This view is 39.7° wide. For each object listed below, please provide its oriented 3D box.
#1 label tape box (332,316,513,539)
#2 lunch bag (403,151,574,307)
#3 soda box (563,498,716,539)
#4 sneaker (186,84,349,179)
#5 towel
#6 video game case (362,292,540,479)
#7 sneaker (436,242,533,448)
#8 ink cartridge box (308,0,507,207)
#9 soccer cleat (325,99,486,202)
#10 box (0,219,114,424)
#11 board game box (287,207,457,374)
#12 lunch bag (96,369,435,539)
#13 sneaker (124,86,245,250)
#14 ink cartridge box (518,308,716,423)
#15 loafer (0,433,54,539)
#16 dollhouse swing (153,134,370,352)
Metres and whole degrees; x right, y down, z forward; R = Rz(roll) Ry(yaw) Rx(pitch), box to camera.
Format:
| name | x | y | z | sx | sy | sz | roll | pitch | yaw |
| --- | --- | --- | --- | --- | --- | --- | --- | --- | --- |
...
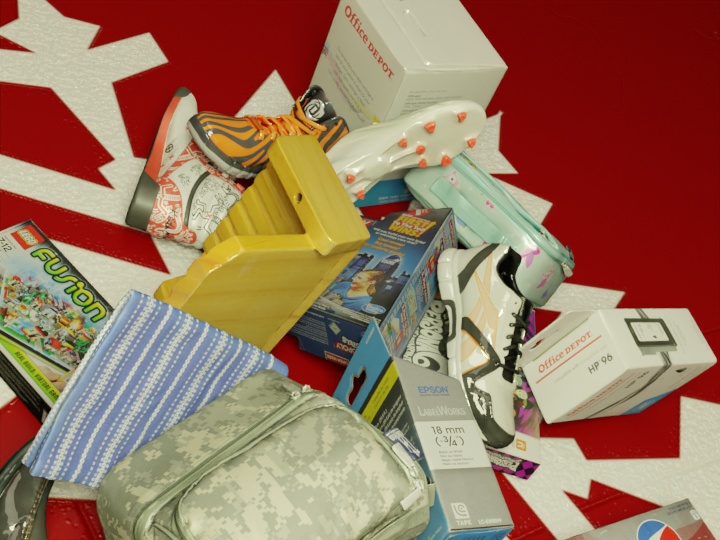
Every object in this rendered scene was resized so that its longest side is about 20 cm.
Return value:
| name | x | y | z | sx | sy | sz | roll | pitch | yaw |
| --- | --- | --- | --- | --- | --- | --- | --- | --- | --- |
| label tape box | 0.042 | 0.161 | 0.840 | 0.063 | 0.145 | 0.202 | 1 | 49 | -25 |
| lunch bag | 0.143 | -0.050 | 1.080 | 0.200 | 0.077 | 0.160 | 45 | 7 | 22 |
| soda box | 0.230 | 0.269 | 0.889 | 0.198 | 0.064 | 0.070 | -7 | 52 | -30 |
| sneaker | -0.087 | -0.152 | 1.040 | 0.199 | 0.112 | 0.078 | 10 | 43 | -58 |
| towel | -0.141 | 0.108 | 0.748 | 0.024 | 0.146 | 0.200 | 29 | -3 | 36 |
| video game case | 0.093 | 0.096 | 1.004 | 0.179 | 0.036 | 0.201 | 19 | 44 | -10 |
| sneaker | 0.123 | 0.063 | 0.931 | 0.074 | 0.079 | 0.203 | 28 | 50 | -57 |
| ink cartridge box | 0.042 | -0.199 | 1.134 | 0.143 | 0.201 | 0.148 | -10 | 54 | -32 |
| soccer cleat | 0.032 | -0.129 | 1.024 | 0.198 | 0.070 | 0.078 | -26 | 42 | 4 |
| box | -0.275 | 0.049 | 0.870 | 0.200 | 0.035 | 0.110 | 43 | 45 | 16 |
| board game box | 0.000 | 0.000 | 0.987 | 0.198 | 0.062 | 0.200 | 17 | 42 | 34 |
| lunch bag | -0.064 | 0.182 | 0.725 | 0.167 | 0.141 | 0.199 | 22 | 39 | 41 |
| sneaker | -0.171 | -0.103 | 1.043 | 0.107 | 0.067 | 0.203 | 21 | 43 | -14 |
| ink cartridge box | 0.245 | 0.094 | 0.991 | 0.198 | 0.116 | 0.068 | 2 | 55 | -40 |
| loafer | -0.255 | 0.200 | 0.721 | 0.072 | 0.073 | 0.201 | 32 | 53 | -7 |
| dollhouse swing | -0.127 | -0.010 | 0.840 | 0.175 | 0.200 | 0.183 | 12 | 39 | -46 |
